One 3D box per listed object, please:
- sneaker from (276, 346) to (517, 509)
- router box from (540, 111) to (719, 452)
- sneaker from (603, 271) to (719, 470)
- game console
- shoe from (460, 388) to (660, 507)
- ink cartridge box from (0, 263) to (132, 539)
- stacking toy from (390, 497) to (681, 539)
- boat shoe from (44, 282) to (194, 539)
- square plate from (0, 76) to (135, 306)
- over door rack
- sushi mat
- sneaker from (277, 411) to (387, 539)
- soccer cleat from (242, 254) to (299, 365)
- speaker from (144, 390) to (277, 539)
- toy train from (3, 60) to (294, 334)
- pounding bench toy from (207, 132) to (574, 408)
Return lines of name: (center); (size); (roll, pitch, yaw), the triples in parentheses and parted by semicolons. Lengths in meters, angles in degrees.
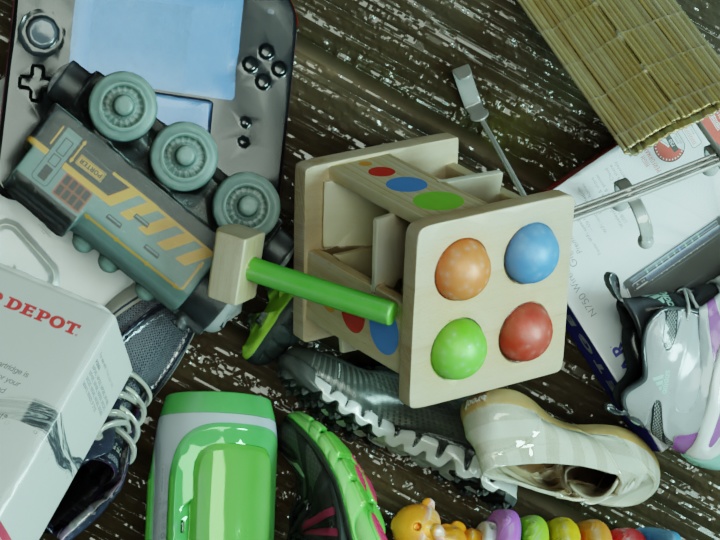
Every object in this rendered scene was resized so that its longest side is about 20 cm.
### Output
sneaker: (0.036, 0.086, 1.718); (0.199, 0.066, 0.091); (28, 76, -17)
router box: (0.227, -0.002, 1.764); (0.179, 0.049, 0.201); (-34, 93, -10)
sneaker: (0.233, 0.022, 1.700); (0.139, 0.078, 0.201); (26, 83, -8)
game console: (-0.145, -0.125, 1.700); (0.199, 0.031, 0.178); (7, 80, -15)
shoe: (0.139, 0.135, 1.695); (0.199, 0.070, 0.054); (24, 43, -43)
ink cartridge box: (-0.256, 0.101, 1.581); (0.144, 0.085, 0.201); (21, 65, 17)
stacking toy: (0.111, 0.206, 1.700); (0.199, 0.110, 0.117); (20, 81, -11)
boat shoe: (-0.165, 0.096, 1.661); (0.200, 0.093, 0.075); (-51, 126, -4)
square plate: (-0.245, 0.002, 1.694); (0.198, 0.028, 0.200); (-43, 95, -9)
over door rack: (0.165, -0.083, 1.705); (0.147, 0.201, 0.067); (-20, 136, -2)
sushi mat: (0.182, -0.159, 1.713); (0.095, 0.200, 0.012); (-25, 136, -3)
sneaker: (-0.025, 0.179, 1.665); (0.083, 0.077, 0.201); (-26, 54, 6)
soccer cleat: (0.000, 0.000, 1.719); (0.081, 0.067, 0.200); (44, 79, -10)
speaker: (-0.100, 0.186, 1.672); (0.088, 0.088, 0.202); (4, 79, -9)
toy train: (-0.141, -0.048, 1.645); (0.200, 0.085, 0.114); (39, 84, -8)
pounding bench toy: (0.020, 0.007, 1.593); (0.199, 0.156, 0.125); (-13, 116, -32)
